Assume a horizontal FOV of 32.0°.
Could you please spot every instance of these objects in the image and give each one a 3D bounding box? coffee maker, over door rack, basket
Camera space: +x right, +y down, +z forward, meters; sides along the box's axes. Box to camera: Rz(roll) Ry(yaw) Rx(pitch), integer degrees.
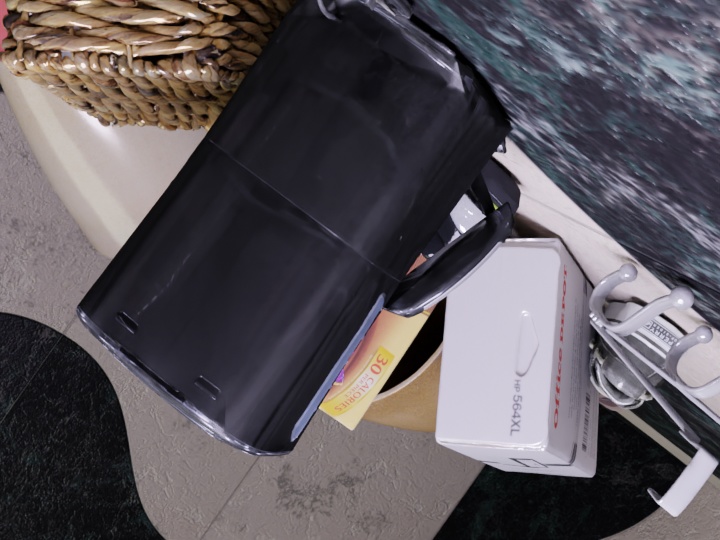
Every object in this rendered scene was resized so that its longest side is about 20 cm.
[{"bbox_3d":[-0.038,-0.029,0.592,0.134,0.201,0.192,35,179,37],"label":"coffee maker"},{"bbox_3d":[0.207,0.084,0.676,0.147,0.067,0.201,37,-159,-18],"label":"over door rack"},{"bbox_3d":[-0.102,-0.165,0.706,0.140,0.152,0.200,3,177,5],"label":"basket"}]

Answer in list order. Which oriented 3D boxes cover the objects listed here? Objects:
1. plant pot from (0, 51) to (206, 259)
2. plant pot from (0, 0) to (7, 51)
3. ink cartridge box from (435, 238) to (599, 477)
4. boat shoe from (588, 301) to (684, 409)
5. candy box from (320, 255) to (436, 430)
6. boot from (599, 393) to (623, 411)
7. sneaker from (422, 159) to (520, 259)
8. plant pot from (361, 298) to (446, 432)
[{"bbox_3d":[-0.217,-0.143,1.072,0.187,0.187,0.200,36,169,45],"label":"plant pot"},{"bbox_3d":[-0.319,-0.264,0.938,0.176,0.202,0.200,21,-168,-48],"label":"plant pot"},{"bbox_3d":[0.125,0.071,0.943,0.083,0.149,0.200,1,166,21],"label":"ink cartridge box"},{"bbox_3d":[0.200,0.066,0.947,0.070,0.064,0.200,36,-179,12],"label":"boat shoe"},{"bbox_3d":[0.000,0.000,0.930,0.116,0.201,0.056,36,176,-20],"label":"candy box"},{"bbox_3d":[0.210,0.083,1.144,0.146,0.070,0.201,46,-171,-36],"label":"boot"},{"bbox_3d":[0.018,-0.060,0.808,0.071,0.083,0.200,37,180,-39],"label":"sneaker"},{"bbox_3d":[0.052,0.059,1.076,0.186,0.187,0.200,36,178,40],"label":"plant pot"}]
